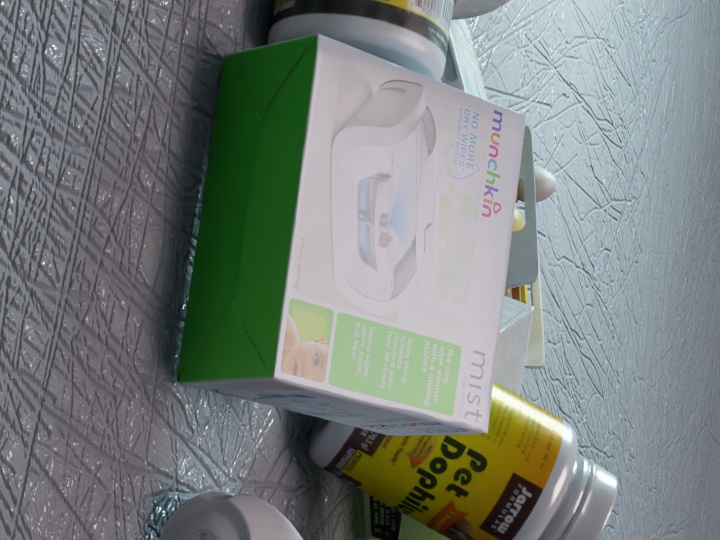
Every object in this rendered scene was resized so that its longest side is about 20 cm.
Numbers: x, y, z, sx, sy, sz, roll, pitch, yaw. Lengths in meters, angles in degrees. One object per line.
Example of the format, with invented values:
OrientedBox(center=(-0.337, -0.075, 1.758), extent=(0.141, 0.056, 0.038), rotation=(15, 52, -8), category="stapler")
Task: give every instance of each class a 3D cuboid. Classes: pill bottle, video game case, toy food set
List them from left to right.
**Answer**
OrientedBox(center=(0.010, -0.221, 1.414), extent=(0.114, 0.113, 0.202), rotation=(48, 49, -68), category="pill bottle")
OrientedBox(center=(0.072, -0.158, 1.683), extent=(0.143, 0.017, 0.202), rotation=(50, 25, -68), category="video game case")
OrientedBox(center=(0.072, 0.127, 1.532), extent=(0.110, 0.199, 0.109), rotation=(-60, -173, 12), category="pill bottle")
OrientedBox(center=(0.144, -0.016, 1.938), extent=(0.200, 0.060, 0.145), rotation=(73, 14, -65), category="toy food set")

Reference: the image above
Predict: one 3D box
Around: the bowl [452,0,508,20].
OrientedBox(center=(0.084, -0.256, 1.514), extent=(0.201, 0.090, 0.203), rotation=(-174, -90, -65), category="bowl")

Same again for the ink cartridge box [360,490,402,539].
OrientedBox(center=(0.060, 0.072, 1.693), extent=(0.200, 0.043, 0.199), rotation=(-50, 145, -44), category="ink cartridge box")

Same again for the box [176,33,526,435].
OrientedBox(center=(-0.003, -0.015, 1.332), extent=(0.176, 0.096, 0.202), rotation=(18, 75, -39), category="box")

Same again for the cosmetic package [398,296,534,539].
OrientedBox(center=(0.074, 0.122, 1.640), extent=(0.082, 0.050, 0.202), rotation=(-28, 132, -54), category="cosmetic package")

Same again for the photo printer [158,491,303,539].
OrientedBox(center=(-0.078, 0.233, 1.306), extent=(0.167, 0.069, 0.202), rotation=(55, 42, -65), category="photo printer")
